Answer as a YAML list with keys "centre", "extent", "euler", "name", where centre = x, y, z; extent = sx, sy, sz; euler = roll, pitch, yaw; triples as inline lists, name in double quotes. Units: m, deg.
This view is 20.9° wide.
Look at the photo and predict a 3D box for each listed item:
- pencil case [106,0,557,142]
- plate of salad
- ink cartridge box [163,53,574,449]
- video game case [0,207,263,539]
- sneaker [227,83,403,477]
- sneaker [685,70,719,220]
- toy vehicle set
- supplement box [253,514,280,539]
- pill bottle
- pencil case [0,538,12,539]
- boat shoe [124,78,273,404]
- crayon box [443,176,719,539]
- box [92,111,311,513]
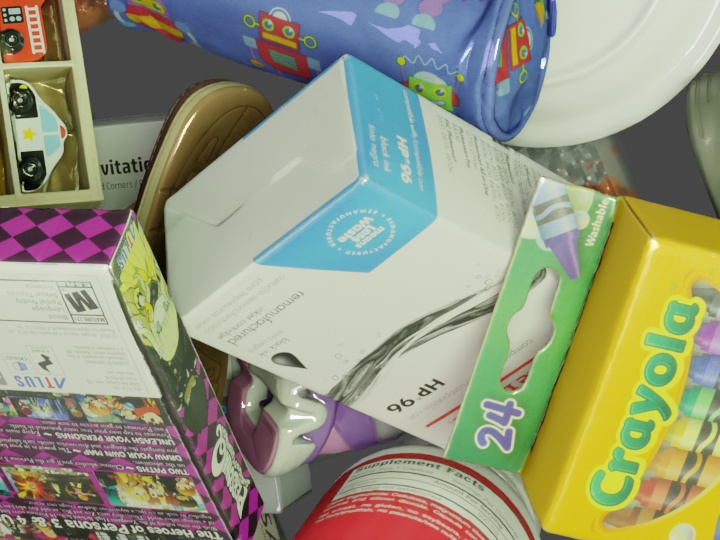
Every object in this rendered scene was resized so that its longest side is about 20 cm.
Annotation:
- centre: [-0.012, -0.119, 0.834]
  extent: [0.200, 0.087, 0.078]
  euler: [20, 144, 21]
  name: "pencil case"
- centre: [0.076, -0.154, 0.852]
  extent: [0.200, 0.048, 0.200]
  euler: [7, 106, 24]
  name: "plate of salad"
- centre: [0.031, 0.005, 0.812]
  extent: [0.116, 0.200, 0.068]
  euler: [-36, 45, 32]
  name: "ink cartridge box"
- centre: [-0.157, 0.046, 0.797]
  extent: [0.200, 0.036, 0.181]
  euler: [1, 137, 21]
  name: "video game case"
- centre: [0.000, 0.000, 0.908]
  extent: [0.080, 0.088, 0.200]
  euler: [-139, 57, -60]
  name: "sneaker"
- centre: [0.219, -0.002, 0.810]
  extent: [0.114, 0.076, 0.200]
  euler: [-18, 97, 23]
  name: "sneaker"
- centre: [-0.198, -0.120, 0.918]
  extent: [0.027, 0.124, 0.200]
  euler: [143, 119, -67]
  name: "toy vehicle set"
- centre: [-0.130, 0.181, 0.940]
  extent: [0.126, 0.200, 0.074]
  euler: [-18, 91, 28]
  name: "supplement box"
- centre: [0.018, 0.147, 0.861]
  extent: [0.112, 0.200, 0.112]
  euler: [6, 111, 16]
  name: "pill bottle"
- centre: [-0.270, 0.144, 1.062]
  extent: [0.200, 0.087, 0.083]
  euler: [2, 134, 24]
  name: "pencil case"
- centre: [-0.091, -0.007, 0.904]
  extent: [0.072, 0.072, 0.200]
  euler: [44, 134, 38]
  name: "boat shoe"
- centre: [0.147, 0.051, 0.759]
  extent: [0.200, 0.052, 0.126]
  euler: [13, 109, -12]
  name: "crayon box"
- centre: [-0.114, 0.023, 0.985]
  extent: [0.156, 0.041, 0.200]
  euler: [-3, 100, 24]
  name: "box"
